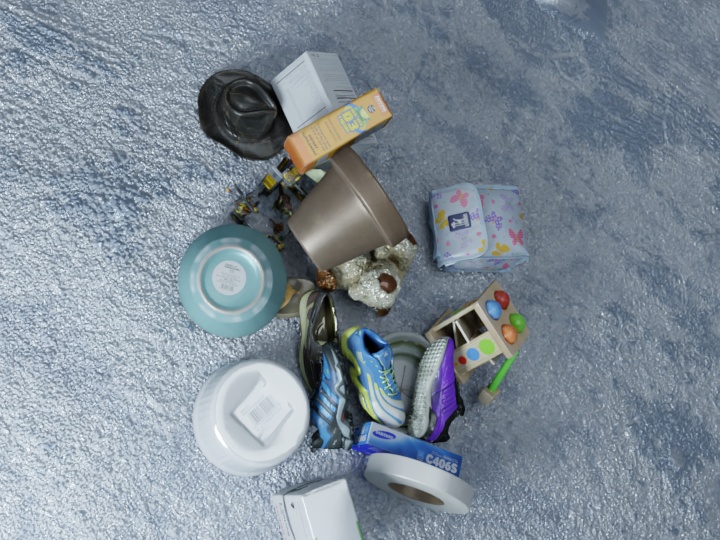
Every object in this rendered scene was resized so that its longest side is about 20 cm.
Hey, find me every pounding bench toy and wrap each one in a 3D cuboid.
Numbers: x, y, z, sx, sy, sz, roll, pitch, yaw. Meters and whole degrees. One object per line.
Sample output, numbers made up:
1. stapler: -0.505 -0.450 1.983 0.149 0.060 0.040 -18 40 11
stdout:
1. pounding bench toy: 0.259 0.150 1.489 0.202 0.155 0.124 56 34 -1

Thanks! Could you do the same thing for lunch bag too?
1. lunch bag: 0.244 -0.088 1.597 0.196 0.127 0.173 1 72 -18

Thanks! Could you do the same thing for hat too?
1. hat: -0.215 -0.320 1.471 0.197 0.081 0.204 8 70 -24

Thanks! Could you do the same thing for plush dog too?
1. plush dog: 0.000 0.000 1.463 0.170 0.162 0.201 25 46 3

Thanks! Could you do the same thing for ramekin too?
1. ramekin: -0.182 0.249 1.303 0.197 0.098 0.204 7 72 -23

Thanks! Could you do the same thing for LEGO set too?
1. LEGO set: -0.149 -0.127 1.422 0.199 0.116 0.155 -37 92 -29

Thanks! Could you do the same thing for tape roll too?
1. tape roll: 0.103 0.380 1.342 0.201 0.202 0.038 28 64 -15

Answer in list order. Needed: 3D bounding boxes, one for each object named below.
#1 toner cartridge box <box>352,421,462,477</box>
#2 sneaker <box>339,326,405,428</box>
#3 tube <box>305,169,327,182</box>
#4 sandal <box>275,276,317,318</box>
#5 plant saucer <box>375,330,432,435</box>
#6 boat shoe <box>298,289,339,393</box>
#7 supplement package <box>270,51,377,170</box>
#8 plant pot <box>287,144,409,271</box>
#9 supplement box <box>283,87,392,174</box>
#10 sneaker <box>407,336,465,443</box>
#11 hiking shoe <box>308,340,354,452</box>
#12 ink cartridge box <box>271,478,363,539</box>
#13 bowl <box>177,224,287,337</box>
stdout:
1. toner cartridge box: 0.082 0.338 1.405 0.198 0.095 0.044 25 64 -17
2. sneaker: 0.030 0.190 1.361 0.075 0.105 0.202 -29 86 -26
3. tube: -0.025 -0.157 1.499 0.198 0.058 0.053 27 40 -36
4. sandal: -0.170 0.041 1.397 0.197 0.054 0.082 7 71 -23
5. plant saucer: 0.083 0.222 1.465 0.197 0.050 0.204 8 72 -24
6. boat shoe: -0.073 0.136 1.393 0.072 0.064 0.204 -9 91 -33
7. supplement package: -0.073 -0.315 1.502 0.109 0.113 0.203 -19 83 -55
8. plant pot: -0.035 -0.096 1.365 0.173 0.200 0.202 -35 91 0
9. supplement box: -0.040 -0.257 1.387 0.198 0.069 0.067 -33 90 -16
10. sneaker: 0.158 0.231 1.435 0.098 0.069 0.203 22 73 -20
11. hiking shoe: -0.061 0.229 1.348 0.085 0.074 0.204 -6 96 0
12. ink cartridge box: -0.069 0.428 1.246 0.083 0.200 0.148 -13 79 -24
13. bowl: -0.223 0.018 1.313 0.197 0.105 0.205 0 89 -9
